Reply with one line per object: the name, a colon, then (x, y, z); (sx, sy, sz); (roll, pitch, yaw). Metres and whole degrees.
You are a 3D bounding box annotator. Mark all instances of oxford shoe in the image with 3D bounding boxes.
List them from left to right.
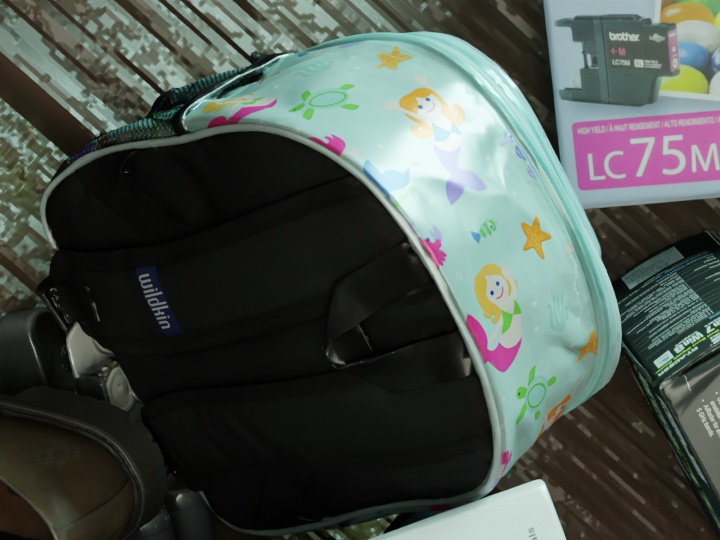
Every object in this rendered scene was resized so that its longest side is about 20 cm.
oxford shoe: (-0.180, 0.078, 0.989); (0.199, 0.084, 0.073); (3, 114, 25)

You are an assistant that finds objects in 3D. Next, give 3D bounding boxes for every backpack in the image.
backpack: (0.000, 0.000, 0.954); (0.150, 0.200, 0.178); (-36, 104, -31)

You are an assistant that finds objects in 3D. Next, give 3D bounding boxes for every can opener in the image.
can opener: (-0.091, 0.105, 1.053); (0.066, 0.053, 0.201); (-8, 103, 32)

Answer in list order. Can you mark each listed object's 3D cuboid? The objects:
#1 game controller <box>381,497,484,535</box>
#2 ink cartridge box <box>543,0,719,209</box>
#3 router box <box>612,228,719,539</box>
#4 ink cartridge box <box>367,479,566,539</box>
game controller: (0.011, 0.183, 1.069); (0.104, 0.042, 0.200); (32, 97, -23)
ink cartridge box: (0.128, -0.127, 1.008); (0.119, 0.042, 0.201); (-4, 100, 12)
router box: (0.170, 0.094, 1.014); (0.062, 0.150, 0.200); (-29, 102, 1)
ink cartridge box: (-0.023, 0.156, 0.933); (0.199, 0.145, 0.085); (-18, 77, -11)
